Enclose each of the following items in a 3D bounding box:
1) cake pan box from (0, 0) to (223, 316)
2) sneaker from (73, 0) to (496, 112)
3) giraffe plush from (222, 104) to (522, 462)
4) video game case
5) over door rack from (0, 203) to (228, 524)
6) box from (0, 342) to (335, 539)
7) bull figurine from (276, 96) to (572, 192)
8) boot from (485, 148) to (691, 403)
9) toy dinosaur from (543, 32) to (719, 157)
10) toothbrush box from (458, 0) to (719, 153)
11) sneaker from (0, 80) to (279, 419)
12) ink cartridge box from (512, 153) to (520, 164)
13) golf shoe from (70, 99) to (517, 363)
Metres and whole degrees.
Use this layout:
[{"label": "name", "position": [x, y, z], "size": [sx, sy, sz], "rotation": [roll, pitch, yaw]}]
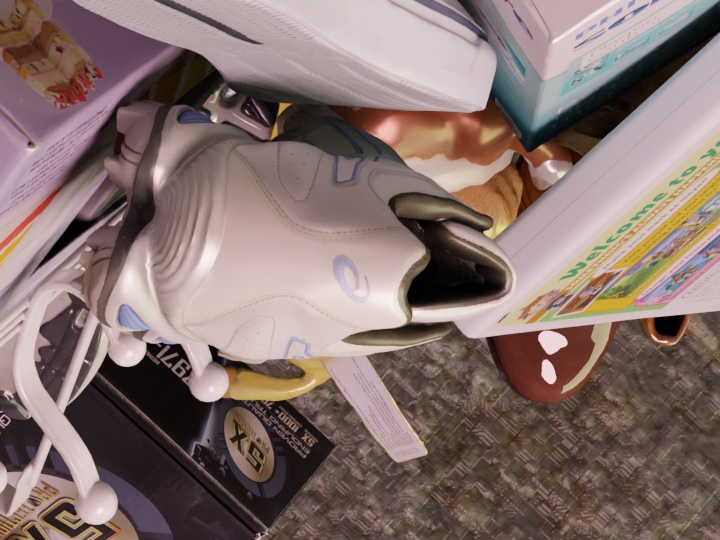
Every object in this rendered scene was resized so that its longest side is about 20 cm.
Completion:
[{"label": "cake pan box", "position": [-0.104, -0.029, 0.655], "size": [0.184, 0.052, 0.200], "rotation": [-45, -179, 33]}, {"label": "sneaker", "position": [-0.010, -0.083, 0.568], "size": [0.200, 0.073, 0.071], "rotation": [22, 74, -72]}, {"label": "giraffe plush", "position": [0.006, -0.047, 0.957], "size": [0.172, 0.200, 0.162], "rotation": [-4, -149, 27]}, {"label": "video game case", "position": [0.144, -0.048, 0.700], "size": [0.182, 0.022, 0.200], "rotation": [-4, 148, -51]}, {"label": "over door rack", "position": [-0.114, 0.067, 0.716], "size": [0.200, 0.067, 0.148], "rotation": [-48, 179, 44]}, {"label": "box", "position": [-0.140, 0.101, 1.008], "size": [0.200, 0.164, 0.086], "rotation": [-47, 180, 29]}, {"label": "bull figurine", "position": [0.049, -0.083, 0.810], "size": [0.065, 0.121, 0.200], "rotation": [14, -107, 52]}, {"label": "boot", "position": [0.109, -0.007, 0.922], "size": [0.200, 0.068, 0.188], "rotation": [-117, -136, -71]}, {"label": "toy dinosaur", "position": [0.145, -0.093, 0.761], "size": [0.200, 0.058, 0.101], "rotation": [-29, -134, 4]}, {"label": "toothbrush box", "position": [0.087, -0.117, 0.630], "size": [0.146, 0.085, 0.200], "rotation": [-33, 174, -1]}, {"label": "sneaker", "position": [-0.099, -0.030, 0.838], "size": [0.200, 0.077, 0.080], "rotation": [-45, -158, 37]}, {"label": "ink cartridge box", "position": [0.065, -0.088, 1.090], "size": [0.145, 0.084, 0.200], "rotation": [29, -84, 47]}, {"label": "golf shoe", "position": [0.000, 0.000, 0.641], "size": [0.200, 0.097, 0.078], "rotation": [-11, 114, -72]}]
